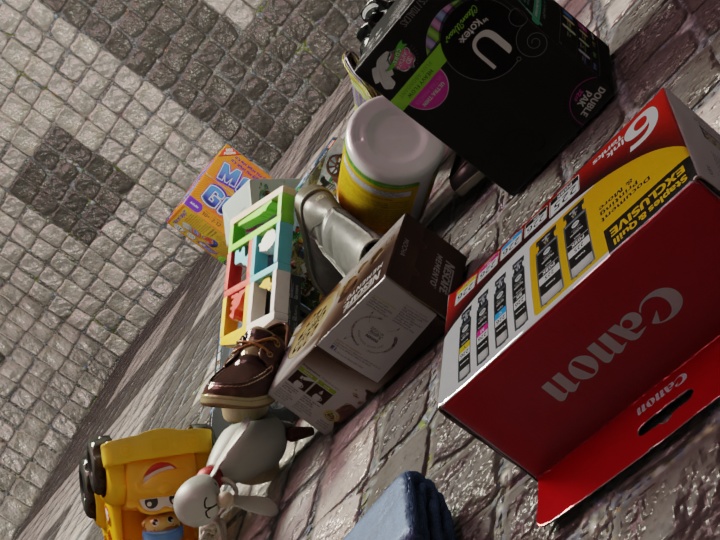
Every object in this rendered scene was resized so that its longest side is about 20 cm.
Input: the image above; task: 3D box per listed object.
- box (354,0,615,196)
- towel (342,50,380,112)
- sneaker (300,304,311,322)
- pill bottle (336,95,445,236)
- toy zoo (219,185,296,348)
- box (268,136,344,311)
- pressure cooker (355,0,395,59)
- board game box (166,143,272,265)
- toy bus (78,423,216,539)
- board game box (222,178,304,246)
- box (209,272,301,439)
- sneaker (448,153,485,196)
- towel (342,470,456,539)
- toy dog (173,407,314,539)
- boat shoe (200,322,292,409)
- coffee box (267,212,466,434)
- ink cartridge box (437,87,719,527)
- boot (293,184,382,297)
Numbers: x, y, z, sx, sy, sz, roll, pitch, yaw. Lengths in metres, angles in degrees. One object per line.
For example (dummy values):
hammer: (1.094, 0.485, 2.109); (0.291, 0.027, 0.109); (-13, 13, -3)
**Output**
box: (0.122, -0.203, 0.986); (0.149, 0.200, 0.124); (-46, 16, 31)
towel: (0.026, -0.195, 1.334); (0.023, 0.144, 0.200); (-35, -13, -4)
sneaker: (-0.112, 0.076, 1.401); (0.099, 0.071, 0.200); (-46, 9, 52)
pill bottle: (0.029, -0.106, 1.197); (0.111, 0.111, 0.200); (-59, -7, -24)
toy zoo: (-0.124, 0.011, 1.223); (0.131, 0.020, 0.200); (-26, 55, 50)
box: (-0.037, -0.052, 1.318); (0.200, 0.136, 0.038); (-54, 13, -2)
pressure cooker: (0.096, -0.280, 1.297); (0.200, 0.176, 0.179); (-50, -34, -32)
board game box: (-0.343, -0.163, 2.617); (0.200, 0.200, 0.200); (-58, 14, -21)
toy bus: (-0.221, 0.273, 1.090); (0.200, 0.135, 0.192); (129, 135, -60)
board game box: (-0.076, -0.081, 1.415); (0.148, 0.200, 0.064); (156, 108, -67)
box: (-0.131, 0.119, 1.258); (0.160, 0.043, 0.200); (-40, 41, 49)
sneaker: (0.116, -0.175, 1.155); (0.075, 0.106, 0.200); (-39, 19, 49)
towel: (-0.011, 0.227, 0.663); (0.200, 0.048, 0.112); (-52, 9, 13)
toy dog: (-0.107, 0.194, 1.022); (0.096, 0.132, 0.200); (-8, 35, 15)
boat shoe: (-0.111, 0.093, 1.057); (0.200, 0.072, 0.072); (-22, -67, -71)
coffee box: (0.007, 0.054, 0.996); (0.200, 0.080, 0.113); (-46, 14, 35)
ink cartridge box: (0.140, 0.019, 0.586); (0.200, 0.084, 0.176); (-47, 14, 27)
boot: (-0.001, 0.002, 1.157); (0.073, 0.182, 0.200); (-34, 36, -14)
